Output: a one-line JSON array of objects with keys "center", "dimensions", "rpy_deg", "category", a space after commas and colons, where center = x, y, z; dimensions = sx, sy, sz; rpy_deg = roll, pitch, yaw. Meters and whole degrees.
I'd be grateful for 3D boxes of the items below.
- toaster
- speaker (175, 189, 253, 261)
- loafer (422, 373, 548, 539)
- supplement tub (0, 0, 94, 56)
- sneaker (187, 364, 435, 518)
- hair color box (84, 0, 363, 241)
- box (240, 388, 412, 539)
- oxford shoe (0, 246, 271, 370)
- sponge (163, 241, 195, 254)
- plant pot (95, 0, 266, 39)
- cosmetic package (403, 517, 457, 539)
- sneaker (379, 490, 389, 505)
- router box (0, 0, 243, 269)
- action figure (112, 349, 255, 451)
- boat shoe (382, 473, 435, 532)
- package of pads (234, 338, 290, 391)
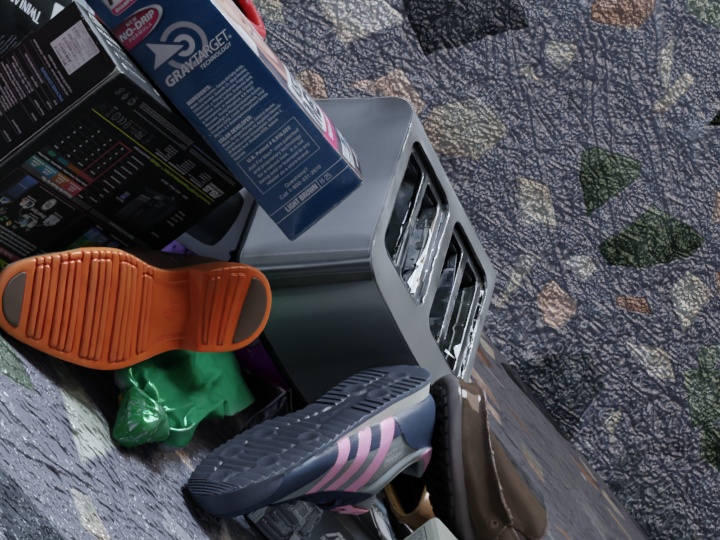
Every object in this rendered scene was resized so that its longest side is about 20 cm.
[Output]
[{"center": [0.000, 0.000, 1.611], "dimensions": [0.181, 0.118, 0.200], "rpy_deg": [60, 35, -39], "category": "toaster"}, {"center": [-0.161, -0.086, 1.658], "dimensions": [0.200, 0.081, 0.081], "rpy_deg": [33, 12, -15], "category": "speaker"}, {"center": [0.088, 0.162, 1.568], "dimensions": [0.073, 0.071, 0.200], "rpy_deg": [-142, -139, -70], "category": "loafer"}, {"center": [-0.269, -0.187, 1.516], "dimensions": [0.123, 0.122, 0.200], "rpy_deg": [55, 8, 26], "category": "supplement tub"}, {"center": [-0.023, 0.130, 1.479], "dimensions": [0.070, 0.200, 0.082], "rpy_deg": [15, -61, 46], "category": "sneaker"}, {"center": [-0.084, -0.120, 1.388], "dimensions": [0.200, 0.061, 0.100], "rpy_deg": [49, 6, -15], "category": "hair color box"}, {"center": [-0.004, 0.194, 1.610], "dimensions": [0.200, 0.050, 0.158], "rpy_deg": [50, 8, -16], "category": "box"}, {"center": [-0.149, 0.018, 1.390], "dimensions": [0.200, 0.071, 0.073], "rpy_deg": [6, 9, -46], "category": "oxford shoe"}, {"center": [-0.122, -0.038, 1.762], "dimensions": [0.030, 0.111, 0.200], "rpy_deg": [51, 5, -47], "category": "sponge"}, {"center": [-0.201, -0.210, 1.824], "dimensions": [0.200, 0.182, 0.200], "rpy_deg": [51, 6, -8], "category": "plant pot"}, {"center": [0.043, 0.247, 1.440], "dimensions": [0.087, 0.103, 0.200], "rpy_deg": [50, 8, -12], "category": "cosmetic package"}, {"center": [0.008, 0.152, 1.835], "dimensions": [0.087, 0.075, 0.200], "rpy_deg": [47, 6, 9], "category": "sneaker"}, {"center": [-0.172, -0.062, 1.391], "dimensions": [0.062, 0.150, 0.200], "rpy_deg": [55, 7, 26], "category": "router box"}, {"center": [-0.123, 0.069, 1.456], "dimensions": [0.118, 0.055, 0.200], "rpy_deg": [53, 14, -7], "category": "action figure"}, {"center": [0.041, 0.133, 1.704], "dimensions": [0.074, 0.076, 0.200], "rpy_deg": [30, 16, -29], "category": "boat shoe"}, {"center": [-0.040, 0.062, 1.813], "dimensions": [0.120, 0.076, 0.200], "rpy_deg": [24, -5, 22], "category": "package of pads"}]
